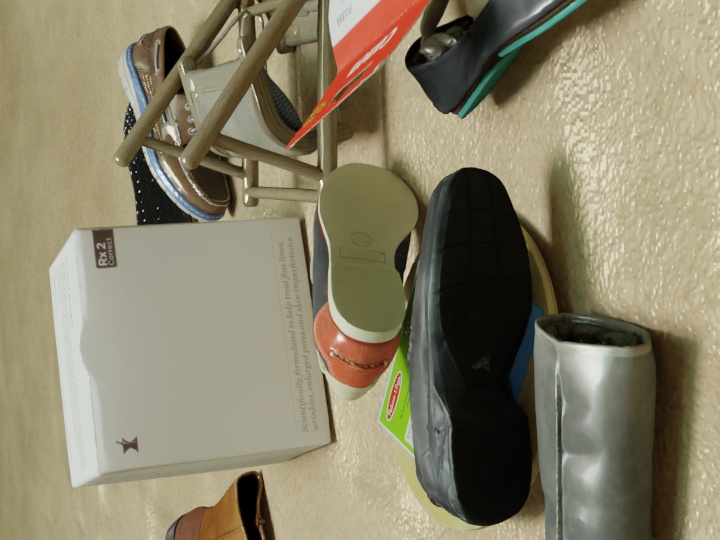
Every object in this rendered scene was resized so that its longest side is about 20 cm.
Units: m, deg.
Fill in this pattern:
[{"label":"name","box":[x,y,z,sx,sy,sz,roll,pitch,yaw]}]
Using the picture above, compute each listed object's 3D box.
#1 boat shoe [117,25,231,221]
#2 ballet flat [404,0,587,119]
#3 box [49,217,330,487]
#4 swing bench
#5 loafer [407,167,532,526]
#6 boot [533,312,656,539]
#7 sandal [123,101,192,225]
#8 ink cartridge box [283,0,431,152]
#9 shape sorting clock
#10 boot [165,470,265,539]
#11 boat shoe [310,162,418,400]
[{"label":"boat shoe","box":[-0.171,-0.144,1.377,0.072,0.072,0.201,-36,75,35]},{"label":"ballet flat","box":[0.075,-0.147,0.805,0.200,0.073,0.074,141,122,-65]},{"label":"box","box":[-0.148,0.069,1.208,0.131,0.199,0.200,148,116,-66]},{"label":"swing bench","box":[-0.081,-0.158,1.098,0.199,0.129,0.201,11,84,67]},{"label":"loafer","box":[0.052,0.042,0.824,0.072,0.072,0.202,-2,86,60]},{"label":"boot","box":[0.137,0.134,0.739,0.182,0.072,0.201,27,111,61]},{"label":"sandal","box":[-0.207,-0.107,1.483,0.048,0.075,0.202,-110,23,-72]},{"label":"ink cartridge box","box":[0.014,-0.178,0.844,0.201,0.050,0.162,-56,11,-23]},{"label":"shape sorting clock","box":[0.069,0.061,0.901,0.200,0.039,0.202,-10,78,59]},{"label":"boot","box":[-0.124,0.310,1.394,0.200,0.068,0.190,-37,52,54]},{"label":"boat shoe","box":[0.000,0.000,0.962,0.201,0.071,0.063,-90,10,-52]}]
